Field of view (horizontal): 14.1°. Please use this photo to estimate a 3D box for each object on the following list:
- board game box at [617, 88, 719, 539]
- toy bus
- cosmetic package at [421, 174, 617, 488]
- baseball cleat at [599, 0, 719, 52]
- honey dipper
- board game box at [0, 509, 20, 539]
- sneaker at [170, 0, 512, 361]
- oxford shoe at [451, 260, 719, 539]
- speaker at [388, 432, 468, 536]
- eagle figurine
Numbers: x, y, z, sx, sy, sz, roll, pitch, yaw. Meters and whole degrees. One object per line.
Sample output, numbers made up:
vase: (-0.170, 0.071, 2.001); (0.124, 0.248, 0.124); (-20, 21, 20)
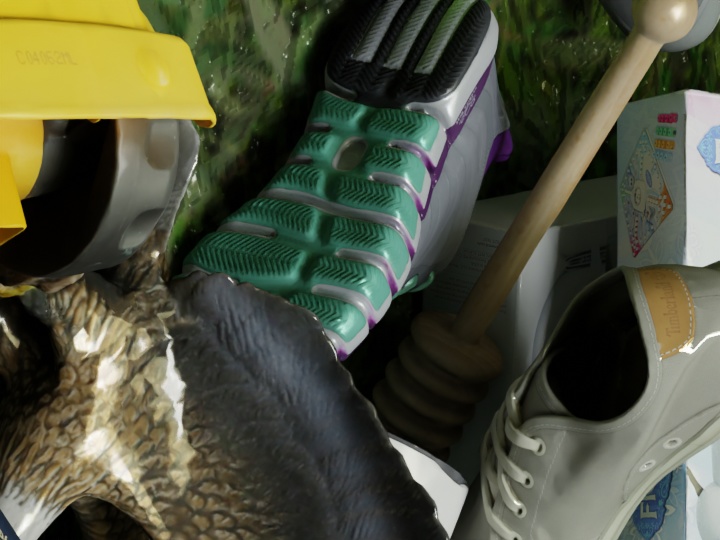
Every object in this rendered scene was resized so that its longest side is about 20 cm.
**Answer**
board game box: (0.181, 0.044, 1.067); (0.199, 0.043, 0.200); (5, 83, -35)
toy bus: (-0.156, -0.071, 0.737); (0.135, 0.200, 0.193); (-5, 71, -44)
cosmetic package: (0.100, 0.042, 1.146); (0.199, 0.051, 0.152); (-12, 111, -49)
baseball cleat: (0.084, -0.171, 1.054); (0.106, 0.069, 0.201); (-29, 111, -57)
honey dipper: (0.060, -0.019, 1.020); (0.038, 0.038, 0.201); (-2, 129, -50)
board game box: (-0.183, 0.095, 0.717); (0.035, 0.199, 0.136); (-100, 166, -51)
sneaker: (0.000, 0.000, 0.997); (0.200, 0.074, 0.088); (-56, 144, -24)
oxford shoe: (0.067, 0.061, 0.995); (0.057, 0.200, 0.075); (10, 48, -29)
speaker: (-0.035, 0.150, 0.982); (0.081, 0.081, 0.201); (36, 71, -48)
eagle figurine: (-0.070, 0.059, 0.874); (0.151, 0.152, 0.200); (-34, 118, 10)
